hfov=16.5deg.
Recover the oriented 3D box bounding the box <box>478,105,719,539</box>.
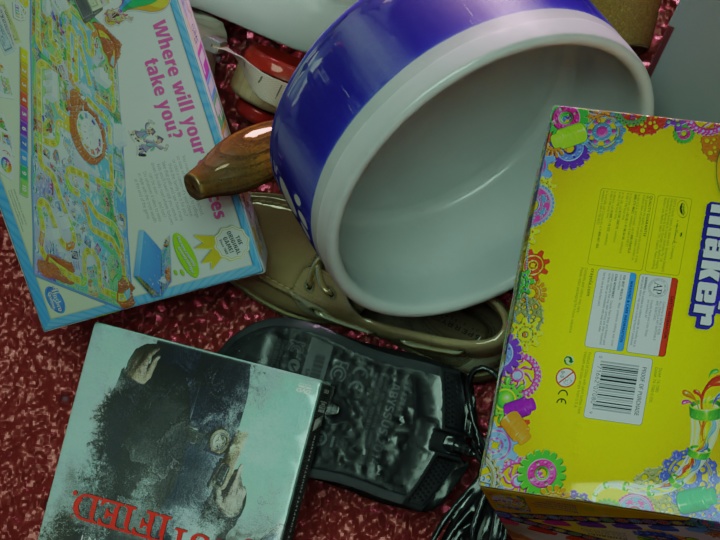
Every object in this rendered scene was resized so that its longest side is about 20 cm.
[{"bbox_3d":[0.150,0.050,1.273,0.121,0.193,0.201,7,72,15],"label":"box"}]

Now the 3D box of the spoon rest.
[{"bbox_3d":[-0.064,-0.179,1.458,0.199,0.060,0.100,6,71,-37],"label":"spoon rest"}]

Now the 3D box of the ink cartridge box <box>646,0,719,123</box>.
[{"bbox_3d":[0.259,-0.153,1.381,0.083,0.146,0.200,43,56,17],"label":"ink cartridge box"}]

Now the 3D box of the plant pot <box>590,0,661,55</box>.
[{"bbox_3d":[0.110,-0.221,1.445,0.185,0.186,0.202,-6,87,3],"label":"plant pot"}]

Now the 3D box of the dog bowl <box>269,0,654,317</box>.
[{"bbox_3d":[0.054,-0.072,1.333,0.199,0.200,0.079,-31,55,-5],"label":"dog bowl"}]

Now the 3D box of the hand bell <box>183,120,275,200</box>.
[{"bbox_3d":[-0.016,-0.084,1.386,0.199,0.104,0.104,-29,72,-31],"label":"hand bell"}]

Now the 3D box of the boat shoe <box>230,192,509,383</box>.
[{"bbox_3d":[0.000,0.000,1.432,0.199,0.065,0.072,21,76,10],"label":"boat shoe"}]

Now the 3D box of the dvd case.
[{"bbox_3d":[-0.108,0.142,1.393,0.145,0.022,0.201,14,88,17],"label":"dvd case"}]

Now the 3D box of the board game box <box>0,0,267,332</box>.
[{"bbox_3d":[-0.143,-0.077,1.380,0.134,0.034,0.201,-14,110,6],"label":"board game box"}]

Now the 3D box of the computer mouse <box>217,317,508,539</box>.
[{"bbox_3d":[0.007,0.092,1.405,0.199,0.053,0.139,21,90,18],"label":"computer mouse"}]

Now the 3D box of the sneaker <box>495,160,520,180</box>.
[{"bbox_3d":[0.162,-0.044,1.427,0.199,0.077,0.079,16,78,11],"label":"sneaker"}]

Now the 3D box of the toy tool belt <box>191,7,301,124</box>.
[{"bbox_3d":[-0.134,-0.100,1.458,0.199,0.125,0.124,25,103,9],"label":"toy tool belt"}]
